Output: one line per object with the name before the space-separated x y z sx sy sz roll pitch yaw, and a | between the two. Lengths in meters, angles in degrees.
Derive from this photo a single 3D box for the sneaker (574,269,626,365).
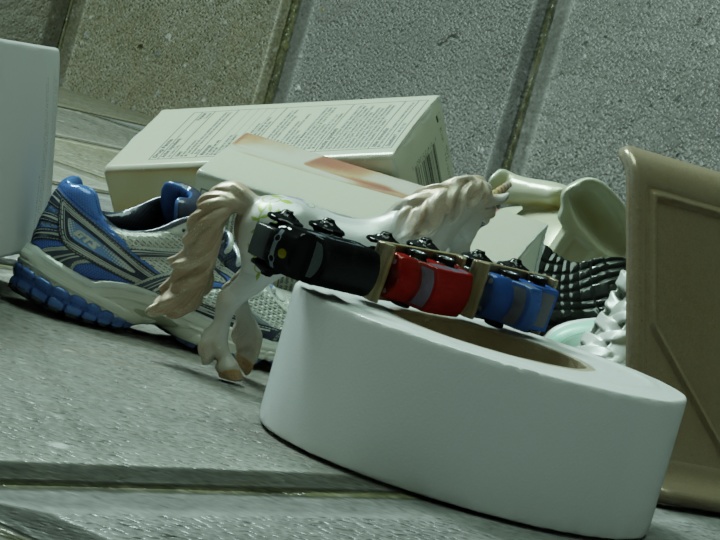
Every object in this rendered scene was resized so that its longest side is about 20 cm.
sneaker | 0.161 0.040 1.496 0.199 0.081 0.076 -26 16 -32

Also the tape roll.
tape roll | 0.054 0.065 1.258 0.201 0.071 0.202 15 5 -1

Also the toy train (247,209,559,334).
toy train | 0.030 0.003 1.261 0.199 0.034 0.046 11 10 -44

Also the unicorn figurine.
unicorn figurine | -0.003 0.002 1.383 0.199 0.138 0.074 14 4 -28

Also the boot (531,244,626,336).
boot | 0.098 0.033 1.711 0.199 0.068 0.131 14 -32 -22

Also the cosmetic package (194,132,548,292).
cosmetic package | 0.000 0.000 1.546 0.199 0.104 0.087 19 25 14

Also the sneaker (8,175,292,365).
sneaker | -0.092 -0.002 1.455 0.199 0.086 0.077 15 5 -27

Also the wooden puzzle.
wooden puzzle | 0.207 0.042 1.452 0.184 0.202 0.037 13 -22 -40

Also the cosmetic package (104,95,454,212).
cosmetic package | -0.050 -0.057 1.651 0.199 0.072 0.105 -1 25 23

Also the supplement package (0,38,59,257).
supplement package | -0.243 -0.071 1.416 0.120 0.121 0.200 5 4 4

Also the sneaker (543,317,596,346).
sneaker | 0.190 0.073 1.579 0.199 0.074 0.118 20 -1 19

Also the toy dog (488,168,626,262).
toy dog | 0.151 0.003 1.971 0.193 0.140 0.200 28 0 -20
